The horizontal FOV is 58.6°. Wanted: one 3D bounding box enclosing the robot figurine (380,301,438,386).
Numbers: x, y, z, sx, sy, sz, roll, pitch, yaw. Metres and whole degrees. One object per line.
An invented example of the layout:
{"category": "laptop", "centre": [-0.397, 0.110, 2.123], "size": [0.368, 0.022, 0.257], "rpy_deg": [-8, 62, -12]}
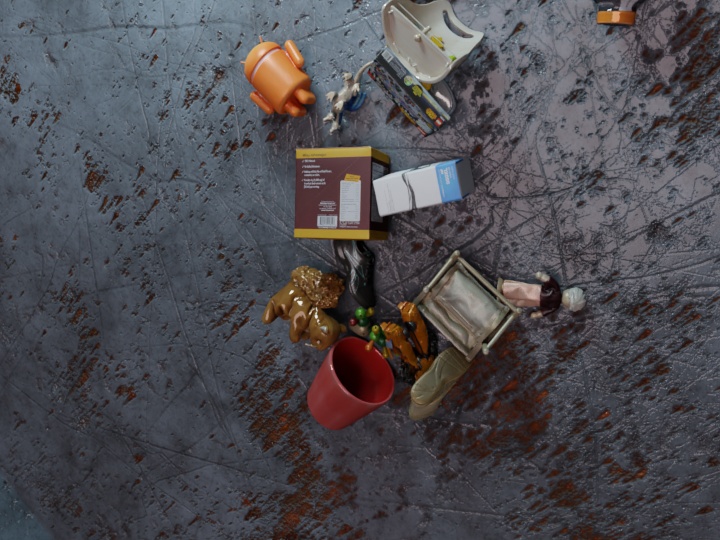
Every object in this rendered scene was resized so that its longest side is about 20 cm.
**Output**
{"category": "robot figurine", "centre": [0.122, 0.181, 1.553], "size": [0.057, 0.145, 0.203], "rpy_deg": [17, 142, 43]}

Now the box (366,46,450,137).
{"category": "box", "centre": [0.101, -0.381, 1.388], "size": [0.040, 0.137, 0.200], "rpy_deg": [-44, 98, -1]}

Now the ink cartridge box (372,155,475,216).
{"category": "ink cartridge box", "centre": [0.144, -0.190, 1.440], "size": [0.195, 0.144, 0.087], "rpy_deg": [-10, 100, 24]}

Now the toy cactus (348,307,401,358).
{"category": "toy cactus", "centre": [0.029, 0.158, 1.609], "size": [0.163, 0.198, 0.105], "rpy_deg": [10, 73, 49]}

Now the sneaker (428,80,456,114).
{"category": "sneaker", "centre": [0.130, -0.419, 1.421], "size": [0.200, 0.071, 0.073], "rpy_deg": [46, 117, 5]}

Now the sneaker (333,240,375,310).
{"category": "sneaker", "centre": [0.000, 0.000, 1.596], "size": [0.078, 0.075, 0.205], "rpy_deg": [-20, 97, 24]}

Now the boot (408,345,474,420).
{"category": "boot", "centre": [0.197, 0.280, 1.586], "size": [0.073, 0.199, 0.157], "rpy_deg": [40, 158, 22]}

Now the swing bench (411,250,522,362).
{"category": "swing bench", "centre": [0.236, 0.087, 1.473], "size": [0.199, 0.200, 0.130], "rpy_deg": [43, 80, 6]}

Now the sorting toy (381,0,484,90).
{"category": "sorting toy", "centre": [0.164, -0.488, 1.337], "size": [0.200, 0.179, 0.107], "rpy_deg": [46, 156, 14]}

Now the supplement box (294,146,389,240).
{"category": "supplement box", "centre": [-0.043, -0.176, 1.506], "size": [0.192, 0.132, 0.207], "rpy_deg": [2, 92, 22]}

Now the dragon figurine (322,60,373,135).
{"category": "dragon figurine", "centre": [-0.025, -0.410, 1.495], "size": [0.059, 0.099, 0.201], "rpy_deg": [40, 97, 8]}

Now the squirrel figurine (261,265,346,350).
{"category": "squirrel figurine", "centre": [-0.117, 0.096, 1.622], "size": [0.185, 0.140, 0.204], "rpy_deg": [31, 99, 33]}

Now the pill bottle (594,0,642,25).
{"category": "pill bottle", "centre": [0.495, -0.570, 1.205], "size": [0.103, 0.106, 0.206], "rpy_deg": [9, 108, 19]}

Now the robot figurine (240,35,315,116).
{"category": "robot figurine", "centre": [-0.194, -0.457, 1.523], "size": [0.200, 0.116, 0.144], "rpy_deg": [46, 151, 4]}

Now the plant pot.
{"category": "plant pot", "centre": [-0.037, 0.303, 1.644], "size": [0.200, 0.200, 0.178], "rpy_deg": [44, 125, 5]}

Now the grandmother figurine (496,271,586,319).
{"category": "grandmother figurine", "centre": [0.409, 0.055, 1.453], "size": [0.194, 0.061, 0.123], "rpy_deg": [7, 135, 18]}
